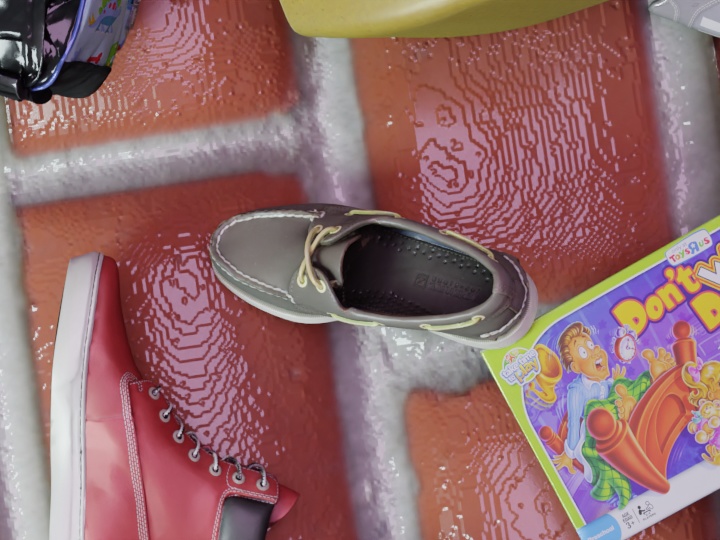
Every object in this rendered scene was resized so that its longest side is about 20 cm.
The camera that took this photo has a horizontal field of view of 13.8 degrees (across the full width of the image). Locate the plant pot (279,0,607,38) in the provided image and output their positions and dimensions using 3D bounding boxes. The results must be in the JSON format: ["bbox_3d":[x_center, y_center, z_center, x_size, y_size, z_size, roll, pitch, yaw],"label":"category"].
[{"bbox_3d":[0.044,-0.225,1.695,0.200,0.194,0.196,-23,84,26],"label":"plant pot"}]

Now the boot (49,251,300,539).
[{"bbox_3d":[-0.107,0.088,1.721,0.144,0.072,0.201,-1,91,-2],"label":"boot"}]

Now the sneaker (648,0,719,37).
[{"bbox_3d":[0.216,-0.236,1.763,0.115,0.075,0.201,15,84,3],"label":"sneaker"}]

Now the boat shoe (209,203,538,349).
[{"bbox_3d":[0.001,-0.003,1.712,0.201,0.060,0.072,11,79,20],"label":"boat shoe"}]

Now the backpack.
[{"bbox_3d":[-0.204,-0.213,1.701,0.182,0.147,0.201,19,99,14],"label":"backpack"}]

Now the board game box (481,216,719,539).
[{"bbox_3d":[0.188,0.056,1.702,0.200,0.045,0.135,-30,84,15],"label":"board game box"}]
